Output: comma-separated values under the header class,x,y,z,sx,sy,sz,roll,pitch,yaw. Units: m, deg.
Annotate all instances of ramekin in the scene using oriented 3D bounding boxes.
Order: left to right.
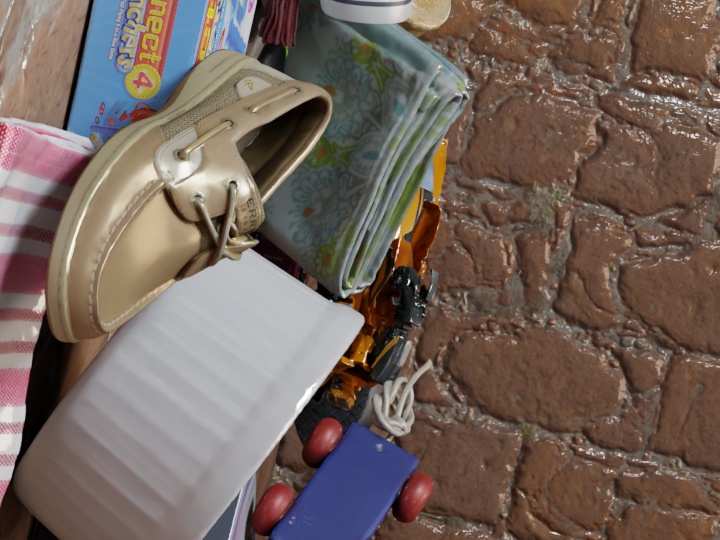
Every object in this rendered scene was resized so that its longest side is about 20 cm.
class,x,y,z,sx,sy,sz,roll,pitch,yaw
ramekin,-0.095,0.075,0.945,0.201,0.098,0.200,-51,180,1

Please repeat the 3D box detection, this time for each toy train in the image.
class,x,y,z,sx,sy,sz,roll,pitch,yaw
toy train,-0.007,0.154,1.149,0.200,0.085,0.116,-51,169,-49

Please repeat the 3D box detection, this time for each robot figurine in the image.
class,x,y,z,sx,sy,sz,roll,pitch,yaw
robot figurine,0.000,0.000,1.240,0.145,0.058,0.200,-20,-130,55

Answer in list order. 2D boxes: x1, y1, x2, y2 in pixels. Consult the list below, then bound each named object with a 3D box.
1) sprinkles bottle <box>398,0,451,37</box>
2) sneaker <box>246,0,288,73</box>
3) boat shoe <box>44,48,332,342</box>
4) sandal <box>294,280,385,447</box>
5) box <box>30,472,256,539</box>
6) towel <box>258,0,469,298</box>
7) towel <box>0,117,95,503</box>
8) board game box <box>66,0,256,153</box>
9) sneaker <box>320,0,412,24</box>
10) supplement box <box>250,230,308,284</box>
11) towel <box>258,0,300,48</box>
class,x,y,z,sx,sy,sz,roll,pitch,yaw
sprinkles bottle,-0.024,-0.165,1.273,0.200,0.068,0.068,-27,-142,43
sneaker,-0.079,-0.095,1.159,0.072,0.083,0.200,-3,-119,52
boat shoe,-0.076,-0.037,0.818,0.071,0.064,0.200,89,24,-42
sandal,-0.002,0.044,1.308,0.043,0.076,0.200,35,55,-46
box,-0.142,0.216,1.102,0.198,0.123,0.200,96,6,-64
towel,-0.030,-0.101,1.187,0.048,0.200,0.171,7,117,-49
towel,-0.158,0.035,0.749,0.146,0.030,0.200,-33,136,-86
board game box,-0.107,-0.097,0.958,0.196,0.056,0.200,-62,165,-84
sneaker,-0.005,-0.217,1.107,0.200,0.078,0.080,-121,-148,-63
supplement box,-0.097,0.012,1.286,0.200,0.103,0.131,-75,176,-55
towel,-0.057,-0.253,1.113,0.200,0.023,0.144,-104,-161,-48
